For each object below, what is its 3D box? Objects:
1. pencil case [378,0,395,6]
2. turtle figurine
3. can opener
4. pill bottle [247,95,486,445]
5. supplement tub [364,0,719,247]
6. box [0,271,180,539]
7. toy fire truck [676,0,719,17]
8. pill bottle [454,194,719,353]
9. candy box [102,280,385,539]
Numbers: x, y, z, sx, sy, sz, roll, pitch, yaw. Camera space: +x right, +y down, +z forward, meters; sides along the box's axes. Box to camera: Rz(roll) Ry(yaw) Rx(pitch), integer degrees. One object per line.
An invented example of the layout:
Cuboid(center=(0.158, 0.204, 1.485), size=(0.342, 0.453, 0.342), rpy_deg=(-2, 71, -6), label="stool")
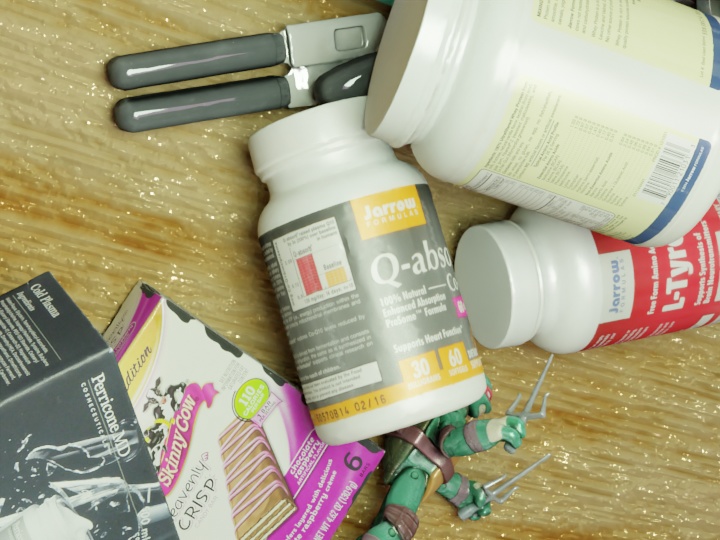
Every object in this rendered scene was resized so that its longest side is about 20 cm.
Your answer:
Cuboid(center=(0.014, -0.208, 0.906), size=(0.198, 0.085, 0.094), rpy_deg=(16, 57, -26), label="pencil case")
Cuboid(center=(0.058, 0.140, 0.992), size=(0.201, 0.100, 0.150), rpy_deg=(-52, 160, -17), label="turtle figurine")
Cuboid(center=(-0.058, -0.125, 0.902), size=(0.197, 0.067, 0.054), rpy_deg=(-13, 104, -23), label="can opener")
Cuboid(center=(0.000, 0.000, 0.904), size=(0.115, 0.116, 0.203), rpy_deg=(-16, 87, -21), label="pill bottle")
Cuboid(center=(0.114, -0.109, 0.848), size=(0.197, 0.145, 0.147), rpy_deg=(18, 93, -11), label="supplement tub")
Cuboid(center=(-0.204, 0.137, 0.771), size=(0.181, 0.104, 0.202), rpy_deg=(-27, 125, -20), label="box")
Cuboid(center=(0.308, -0.180, 1.005), size=(0.198, 0.168, 0.114), rpy_deg=(20, 91, -27), label="toy fire truck")
Cuboid(center=(0.172, -0.004, 1.007), size=(0.197, 0.112, 0.114), rpy_deg=(-10, 104, -23), label="pill bottle")
Cuboid(center=(-0.099, 0.120, 0.934), size=(0.199, 0.061, 0.137), rpy_deg=(36, 84, -26), label="candy box")
